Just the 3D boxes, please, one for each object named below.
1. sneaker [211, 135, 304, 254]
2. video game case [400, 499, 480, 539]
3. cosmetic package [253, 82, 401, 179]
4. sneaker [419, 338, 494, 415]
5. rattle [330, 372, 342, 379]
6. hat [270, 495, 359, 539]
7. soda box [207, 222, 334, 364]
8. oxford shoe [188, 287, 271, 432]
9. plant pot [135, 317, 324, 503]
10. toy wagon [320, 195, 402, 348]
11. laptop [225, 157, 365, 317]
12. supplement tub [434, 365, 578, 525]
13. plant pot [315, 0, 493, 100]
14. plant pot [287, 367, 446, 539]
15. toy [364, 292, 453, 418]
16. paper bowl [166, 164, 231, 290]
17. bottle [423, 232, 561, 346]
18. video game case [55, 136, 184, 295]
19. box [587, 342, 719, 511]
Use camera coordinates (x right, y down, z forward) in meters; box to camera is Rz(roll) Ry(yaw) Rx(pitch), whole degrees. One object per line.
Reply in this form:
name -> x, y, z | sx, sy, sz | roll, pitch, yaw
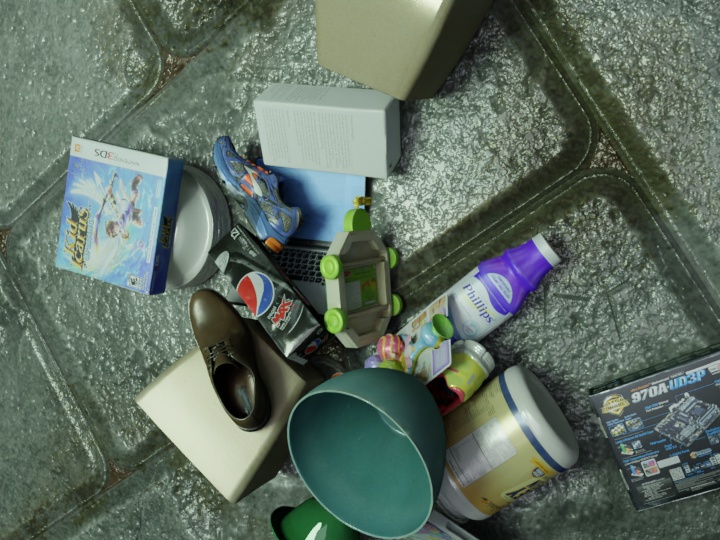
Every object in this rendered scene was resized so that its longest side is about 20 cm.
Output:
sneaker -> -0.150, -0.120, 0.954 | 0.078, 0.075, 0.202 | -34, 76, -4
video game case -> 0.105, 0.369, 0.883 | 0.199, 0.018, 0.142 | 38, 144, -18
cosmetic package -> -0.045, -0.202, 0.928 | 0.196, 0.072, 0.103 | 10, 129, 18
sneaker -> 0.092, 0.162, 0.888 | 0.078, 0.091, 0.200 | 43, 140, -5
rattle -> 0.008, 0.269, 0.990 | 0.129, 0.144, 0.201 | -32, 65, -13
hat -> -0.023, 0.329, 0.937 | 0.164, 0.200, 0.178 | 32, 90, 16
soda box -> -0.124, 0.031, 0.897 | 0.063, 0.071, 0.200 | -42, 67, 1
oxford shoe -> -0.172, 0.106, 0.840 | 0.072, 0.085, 0.202 | -28, 74, -6
plant pot -> -0.167, 0.183, 0.957 | 0.199, 0.200, 0.178 | 41, 92, 12
toy wagon -> 0.000, 0.000, 0.904 | 0.039, 0.154, 0.205 | -3, 94, 35
laptop -> -0.096, -0.053, 0.954 | 0.183, 0.202, 0.117 | 6, 139, 19
supplement tub -> 0.172, 0.238, 0.868 | 0.199, 0.144, 0.146 | -38, 82, 18
plant pot -> 0.048, -0.333, 0.849 | 0.197, 0.200, 0.180 | 26, 113, 15
plant pot -> 0.026, 0.201, 0.802 | 0.196, 0.134, 0.204 | 15, 120, 27
toy -> 0.047, 0.120, 0.887 | 0.047, 0.117, 0.200 | 27, 132, -25
paper bowl -> -0.314, -0.070, 1.037 | 0.196, 0.104, 0.206 | 1, 94, 20
bottle -> 0.181, 0.030, 0.890 | 0.199, 0.065, 0.084 | -40, 84, 18
video game case -> -0.364, -0.084, 0.975 | 0.178, 0.045, 0.205 | 14, 98, 19
box -> 0.415, 0.198, 0.831 | 0.197, 0.046, 0.162 | -25, 86, 20
